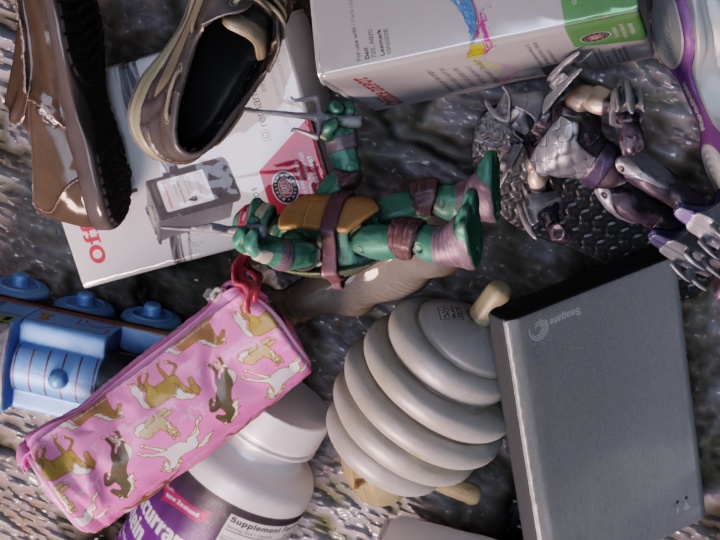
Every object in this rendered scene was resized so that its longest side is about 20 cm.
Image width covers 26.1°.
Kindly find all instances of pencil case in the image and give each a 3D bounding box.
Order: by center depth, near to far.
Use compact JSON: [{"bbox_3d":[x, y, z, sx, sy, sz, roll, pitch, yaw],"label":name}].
[{"bbox_3d":[-0.130,0.090,1.037,0.200,0.083,0.087,-38,77,-2],"label":"pencil case"}]

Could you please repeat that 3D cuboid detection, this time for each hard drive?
[{"bbox_3d":[0.162,0.099,1.054,0.139,0.033,0.201,-20,111,-23],"label":"hard drive"}]

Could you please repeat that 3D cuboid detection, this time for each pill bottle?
[{"bbox_3d":[-0.103,0.171,1.136,0.111,0.111,0.201,31,107,3],"label":"pill bottle"}]

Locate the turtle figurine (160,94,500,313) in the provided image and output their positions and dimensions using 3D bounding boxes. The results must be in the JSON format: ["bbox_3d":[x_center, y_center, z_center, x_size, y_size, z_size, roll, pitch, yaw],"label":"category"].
[{"bbox_3d":[-0.016,-0.040,0.990,0.198,0.150,0.101,1,137,16],"label":"turtle figurine"}]

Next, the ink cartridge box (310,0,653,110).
[{"bbox_3d":[0.079,-0.168,0.992,0.198,0.145,0.085,-10,85,14],"label":"ink cartridge box"}]

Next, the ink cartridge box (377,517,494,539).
[{"bbox_3d":[0.066,0.297,1.126,0.144,0.084,0.201,12,113,9],"label":"ink cartridge box"}]

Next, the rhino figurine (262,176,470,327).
[{"bbox_3d":[0.000,0.000,1.085,0.199,0.087,0.060,-26,94,25],"label":"rhino figurine"}]

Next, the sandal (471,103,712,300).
[{"bbox_3d":[0.157,-0.047,1.071,0.199,0.045,0.075,32,114,-12],"label":"sandal"}]

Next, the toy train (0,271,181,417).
[{"bbox_3d":[-0.217,0.063,1.132,0.198,0.114,0.087,12,106,9],"label":"toy train"}]

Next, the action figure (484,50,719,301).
[{"bbox_3d":[0.165,-0.059,0.988,0.199,0.070,0.130,31,144,-3],"label":"action figure"}]

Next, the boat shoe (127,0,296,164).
[{"bbox_3d":[-0.072,-0.153,0.972,0.074,0.073,0.201,23,93,-33],"label":"boat shoe"}]

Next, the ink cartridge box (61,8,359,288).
[{"bbox_3d":[-0.118,-0.084,1.092,0.199,0.083,0.146,-15,100,14],"label":"ink cartridge box"}]

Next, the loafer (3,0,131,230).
[{"bbox_3d":[-0.206,-0.121,1.020,0.070,0.073,0.202,-7,99,13],"label":"loafer"}]

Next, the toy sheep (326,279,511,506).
[{"bbox_3d":[0.050,0.086,1.077,0.137,0.138,0.201,32,112,3],"label":"toy sheep"}]

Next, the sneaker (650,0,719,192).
[{"bbox_3d":[0.254,-0.138,1.021,0.099,0.075,0.201,-21,97,-7],"label":"sneaker"}]
